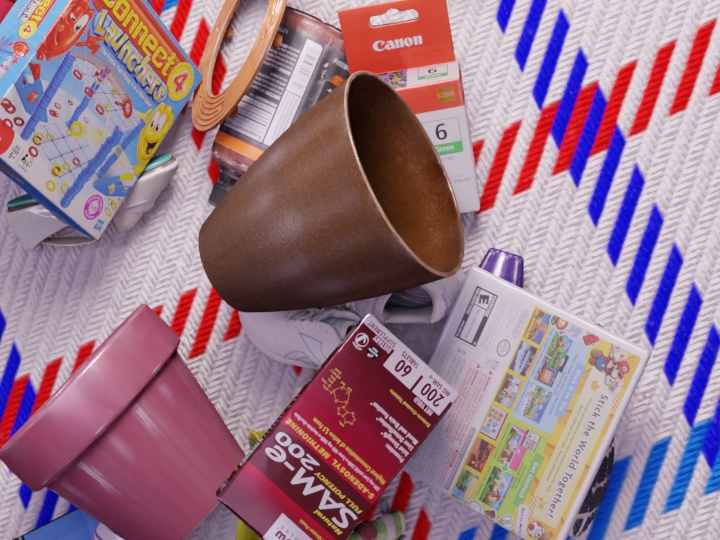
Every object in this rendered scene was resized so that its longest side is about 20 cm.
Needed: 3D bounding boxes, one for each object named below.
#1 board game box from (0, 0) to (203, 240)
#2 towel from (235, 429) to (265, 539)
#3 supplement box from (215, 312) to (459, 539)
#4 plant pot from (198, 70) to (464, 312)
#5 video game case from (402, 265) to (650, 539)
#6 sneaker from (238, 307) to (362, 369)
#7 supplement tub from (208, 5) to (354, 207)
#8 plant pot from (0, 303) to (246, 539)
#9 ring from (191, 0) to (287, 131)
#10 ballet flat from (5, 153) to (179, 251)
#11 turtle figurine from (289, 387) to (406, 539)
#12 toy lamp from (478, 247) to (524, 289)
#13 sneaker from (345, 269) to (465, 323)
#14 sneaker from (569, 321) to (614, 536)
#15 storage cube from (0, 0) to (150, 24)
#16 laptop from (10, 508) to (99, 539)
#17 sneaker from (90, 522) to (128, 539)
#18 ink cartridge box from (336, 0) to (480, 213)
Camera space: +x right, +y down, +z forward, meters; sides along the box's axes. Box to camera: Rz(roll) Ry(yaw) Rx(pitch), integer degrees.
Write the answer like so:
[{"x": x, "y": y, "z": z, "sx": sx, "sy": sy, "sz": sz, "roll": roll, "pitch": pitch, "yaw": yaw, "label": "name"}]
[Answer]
[{"x": -0.254, "y": -0.160, "z": 1.010, "sx": 0.055, "sy": 0.200, "sz": 0.198, "roll": 25, "pitch": 77, "yaw": 27, "label": "board game box"}, {"x": -0.104, "y": 0.253, "z": 1.012, "sx": 0.018, "sy": 0.086, "sz": 0.204, "roll": 9, "pitch": 92, "yaw": -15, "label": "towel"}, {"x": -0.020, "y": 0.148, "z": 0.946, "sx": 0.109, "sy": 0.061, "sz": 0.201, "roll": 40, "pitch": 80, "yaw": -1, "label": "supplement box"}, {"x": -0.039, "y": -0.043, "z": 0.975, "sx": 0.198, "sy": 0.186, "sz": 0.189, "roll": -26, "pitch": 84, "yaw": 25, "label": "plant pot"}, {"x": 0.140, "y": 0.125, "z": 1.010, "sx": 0.180, "sy": 0.023, "sz": 0.203, "roll": 26, "pitch": 96, "yaw": 19, "label": "video game case"}, {"x": -0.033, "y": 0.062, "z": 1.058, "sx": 0.199, "sy": 0.070, "sz": 0.081, "roll": 30, "pitch": 139, "yaw": 23, "label": "sneaker"}, {"x": -0.078, "y": -0.144, "z": 1.076, "sx": 0.106, "sy": 0.107, "sz": 0.203, "roll": 24, "pitch": 94, "yaw": 9, "label": "supplement tub"}, {"x": -0.214, "y": 0.164, "z": 1.061, "sx": 0.200, "sy": 0.200, "sz": 0.179, "roll": -43, "pitch": 98, "yaw": 6, "label": "plant pot"}, {"x": -0.109, "y": -0.224, "z": 1.055, "sx": 0.019, "sy": 0.200, "sz": 0.203, "roll": 21, "pitch": 93, "yaw": -26, "label": "ring"}, {"x": -0.267, "y": -0.065, "z": 1.135, "sx": 0.197, "sy": 0.069, "sz": 0.071, "roll": -14, "pitch": 86, "yaw": 13, "label": "ballet flat"}, {"x": -0.032, "y": 0.227, "z": 1.077, "sx": 0.142, "sy": 0.199, "sz": 0.197, "roll": -5, "pitch": 64, "yaw": 35, "label": "turtle figurine"}, {"x": 0.113, "y": 0.079, "z": 1.064, "sx": 0.057, "sy": 0.058, "sz": 0.203, "roll": 17, "pitch": 95, "yaw": 10, "label": "toy lamp"}, {"x": 0.000, "y": 0.000, "z": 1.058, "sx": 0.197, "sy": 0.100, "sz": 0.076, "roll": 13, "pitch": 116, "yaw": 11, "label": "sneaker"}, {"x": 0.196, "y": 0.147, "z": 1.049, "sx": 0.078, "sy": 0.077, "sz": 0.204, "roll": -2, "pitch": 84, "yaw": 29, "label": "sneaker"}, {"x": -0.334, "y": -0.252, "z": 1.059, "sx": 0.198, "sy": 0.179, "sz": 0.173, "roll": 25, "pitch": 93, "yaw": 33, "label": "storage cube"}, {"x": -0.310, "y": 0.355, "z": 1.105, "sx": 0.115, "sy": 0.199, "sz": 0.190, "roll": -30, "pitch": 83, "yaw": 42, "label": "laptop"}, {"x": -0.192, "y": 0.340, "z": 1.096, "sx": 0.198, "sy": 0.073, "sz": 0.116, "roll": 27, "pitch": 88, "yaw": 5, "label": "sneaker"}, {"x": 0.045, "y": -0.147, "z": 1.033, "sx": 0.107, "sy": 0.051, "sz": 0.203, "roll": -8, "pitch": 120, "yaw": 8, "label": "ink cartridge box"}]
